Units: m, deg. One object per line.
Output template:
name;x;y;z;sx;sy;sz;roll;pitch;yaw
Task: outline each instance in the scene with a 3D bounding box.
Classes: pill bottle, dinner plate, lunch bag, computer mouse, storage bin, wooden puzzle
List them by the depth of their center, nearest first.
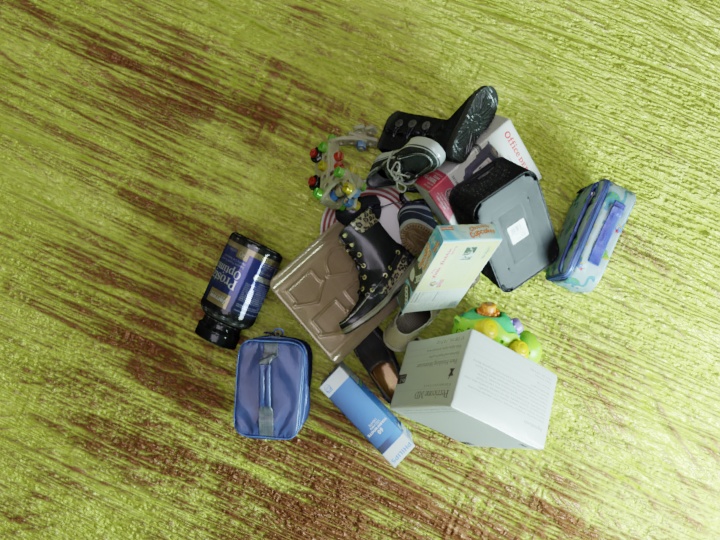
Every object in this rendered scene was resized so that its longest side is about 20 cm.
storage bin;0.260;-0.081;1.131;0.134;0.094;0.202;-32;123;-5
lunch bag;0.421;-0.063;1.161;0.081;0.161;0.203;24;90;1
lunch bag;-0.161;0.209;1.178;0.132;0.132;0.205;2;89;1
wooden puzzle;-0.046;0.042;1.189;0.185;0.046;0.201;-41;93;-14
pill bottle;-0.235;0.040;1.194;0.110;0.112;0.203;24;89;2
computer mouse;0.047;-0.125;1.210;0.195;0.034;0.060;-13;88;0
dinner plate;0.019;-0.075;1.237;0.195;0.024;0.205;0;89;2

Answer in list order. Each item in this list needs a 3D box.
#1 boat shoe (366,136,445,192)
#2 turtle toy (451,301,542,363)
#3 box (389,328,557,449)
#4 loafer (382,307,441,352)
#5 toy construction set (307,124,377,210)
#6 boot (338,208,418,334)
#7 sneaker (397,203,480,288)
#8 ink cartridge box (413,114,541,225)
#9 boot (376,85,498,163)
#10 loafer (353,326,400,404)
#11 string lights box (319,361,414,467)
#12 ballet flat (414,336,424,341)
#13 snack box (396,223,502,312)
boat shoe;0.074;-0.186;1.141;0.074;0.198;0.069;47;66;-27
turtle toy;0.256;0.131;1.180;0.198;0.145;0.102;31;58;-15
box;0.190;0.209;1.078;0.197;0.198;0.133;28;67;-20
loafer;0.118;0.067;1.189;0.075;0.068;0.201;35;69;2
toy construction set;-0.035;-0.198;1.184;0.092;0.130;0.203;36;51;-30
boot;0.000;0.000;1.144;0.203;0.073;0.154;-43;93;-22
sneaker;0.146;-0.051;1.187;0.199;0.109;0.070;36;112;-26
ink cartridge box;0.220;-0.172;1.179;0.199;0.084;0.145;-42;119;-1
boot;0.140;-0.277;1.177;0.166;0.198;0.066;-54;128;-17
loafer;0.036;0.172;1.205;0.072;0.072;0.202;-35;87;1
string lights box;0.013;0.266;1.187;0.059;0.103;0.200;-44;88;-1
ballet flat;0.163;0.214;1.212;0.068;0.069;0.204;-21;90;0
snack box;0.148;-0.001;1.078;0.114;0.201;0.038;-4;54;-23
